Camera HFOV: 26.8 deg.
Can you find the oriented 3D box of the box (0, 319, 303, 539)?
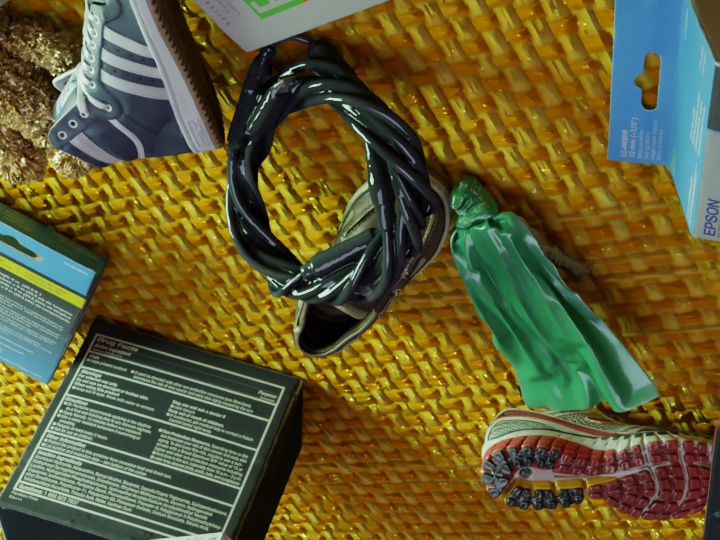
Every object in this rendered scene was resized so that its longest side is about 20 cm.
[{"bbox_3d":[-0.171,0.174,1.291,0.200,0.199,0.123,16,143,9],"label":"box"}]

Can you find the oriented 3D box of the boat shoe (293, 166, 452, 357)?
[{"bbox_3d":[0.006,0.003,1.096,0.075,0.075,0.202,27,142,-5],"label":"boat shoe"}]

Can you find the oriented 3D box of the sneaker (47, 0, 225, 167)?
[{"bbox_3d":[-0.168,-0.146,0.986,0.108,0.070,0.200,-12,134,8],"label":"sneaker"}]

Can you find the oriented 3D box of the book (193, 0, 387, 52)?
[{"bbox_3d":[-0.028,-0.210,0.891,0.200,0.048,0.134,-15,133,37],"label":"book"}]

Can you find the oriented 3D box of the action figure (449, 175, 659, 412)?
[{"bbox_3d":[0.121,0.015,1.069,0.118,0.055,0.200,-13,123,40],"label":"action figure"}]

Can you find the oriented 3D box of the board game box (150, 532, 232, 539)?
[{"bbox_3d":[-0.144,0.264,1.195,0.200,0.034,0.134,-14,131,38],"label":"board game box"}]

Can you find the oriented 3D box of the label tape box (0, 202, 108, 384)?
[{"bbox_3d":[-0.289,-0.004,1.250,0.144,0.063,0.200,29,142,-6],"label":"label tape box"}]

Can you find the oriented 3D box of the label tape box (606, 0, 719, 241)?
[{"bbox_3d":[0.240,-0.080,0.885,0.200,0.066,0.143,10,141,14],"label":"label tape box"}]

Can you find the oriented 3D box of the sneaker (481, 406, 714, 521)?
[{"bbox_3d":[0.193,0.137,1.171,0.200,0.082,0.078,7,122,-2],"label":"sneaker"}]

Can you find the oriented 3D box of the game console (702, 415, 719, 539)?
[{"bbox_3d":[0.357,0.163,1.111,0.199,0.031,0.177,1,139,8],"label":"game console"}]

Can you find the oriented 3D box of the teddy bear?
[{"bbox_3d":[-0.261,-0.132,1.080,0.145,0.067,0.200,11,141,12],"label":"teddy bear"}]

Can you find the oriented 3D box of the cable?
[{"bbox_3d":[-0.025,-0.054,1.030,0.163,0.051,0.200,36,132,14],"label":"cable"}]

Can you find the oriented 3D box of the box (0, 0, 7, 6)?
[{"bbox_3d":[-0.328,-0.225,0.892,0.200,0.171,0.199,-2,124,29],"label":"box"}]
